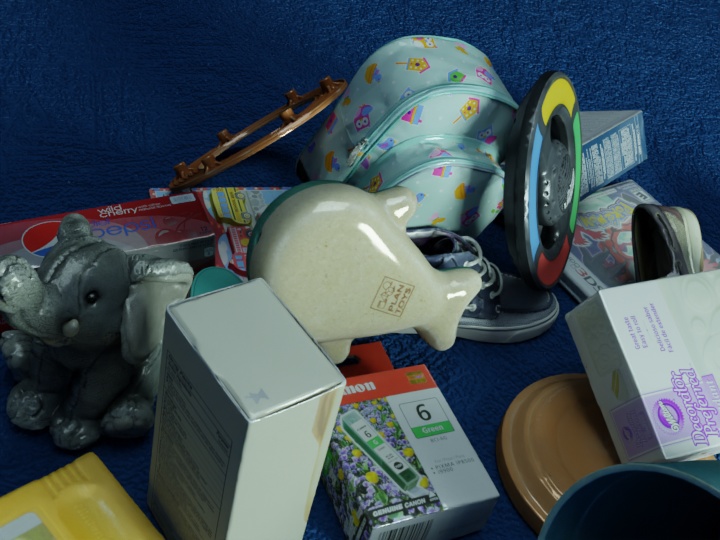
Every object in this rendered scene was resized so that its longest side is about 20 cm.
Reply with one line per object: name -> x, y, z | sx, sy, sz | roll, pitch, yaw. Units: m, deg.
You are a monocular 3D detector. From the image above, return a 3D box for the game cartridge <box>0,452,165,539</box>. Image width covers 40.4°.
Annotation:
game cartridge -> -0.206, 0.221, 0.608 | 0.200, 0.033, 0.176 | -28, 57, -38

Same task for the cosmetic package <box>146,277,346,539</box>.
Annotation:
cosmetic package -> -0.081, 0.115, 0.637 | 0.071, 0.201, 0.105 | -18, 52, -33

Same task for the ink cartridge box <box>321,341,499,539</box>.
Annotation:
ink cartridge box -> 0.014, 0.122, 0.775 | 0.108, 0.051, 0.200 | -7, 47, -25

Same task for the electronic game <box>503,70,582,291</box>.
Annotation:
electronic game -> 0.173, -0.081, 0.896 | 0.041, 0.201, 0.200 | 5, 36, 24

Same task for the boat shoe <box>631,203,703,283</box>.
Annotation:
boat shoe -> 0.290, 0.026, 0.928 | 0.064, 0.072, 0.201 | 12, 63, -19

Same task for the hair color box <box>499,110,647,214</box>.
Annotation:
hair color box -> 0.223, -0.121, 1.077 | 0.100, 0.061, 0.200 | 7, 27, 45

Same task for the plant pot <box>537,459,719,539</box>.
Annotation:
plant pot -> 0.250, 0.216, 0.655 | 0.187, 0.201, 0.200 | -2, 42, -41

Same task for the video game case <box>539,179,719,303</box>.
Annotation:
video game case -> 0.283, -0.018, 1.041 | 0.199, 0.023, 0.182 | -17, 51, -33

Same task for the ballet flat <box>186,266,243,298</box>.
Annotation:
ballet flat -> -0.092, 0.081, 0.777 | 0.070, 0.071, 0.200 | -11, 44, -28

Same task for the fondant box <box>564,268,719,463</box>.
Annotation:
fondant box -> 0.289, 0.079, 0.826 | 0.199, 0.058, 0.145 | -9, 69, -25

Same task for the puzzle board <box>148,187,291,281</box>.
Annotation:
puzzle board -> -0.108, -0.015, 0.914 | 0.150, 0.017, 0.200 | -3, 45, -21

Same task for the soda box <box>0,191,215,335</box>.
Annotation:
soda box -> -0.224, -0.007, 0.813 | 0.199, 0.070, 0.064 | -11, 46, -21

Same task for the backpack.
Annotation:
backpack -> 0.055, -0.111, 0.914 | 0.175, 0.200, 0.154 | 6, 40, -34

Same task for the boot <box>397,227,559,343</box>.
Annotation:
boot -> 0.102, 0.011, 0.897 | 0.199, 0.091, 0.073 | 0, 43, -18

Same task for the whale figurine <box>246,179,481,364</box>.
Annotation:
whale figurine -> 0.000, 0.000, 0.808 | 0.199, 0.160, 0.104 | 18, 12, -27

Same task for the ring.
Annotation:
ring -> -0.102, -0.136, 0.942 | 0.019, 0.200, 0.200 | 58, 42, -15

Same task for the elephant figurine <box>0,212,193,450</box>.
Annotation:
elephant figurine -> -0.189, 0.025, 0.702 | 0.141, 0.201, 0.156 | 0, 43, -18

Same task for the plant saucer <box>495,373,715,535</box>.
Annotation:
plant saucer -> 0.212, 0.162, 0.812 | 0.199, 0.032, 0.201 | 9, 42, -8
